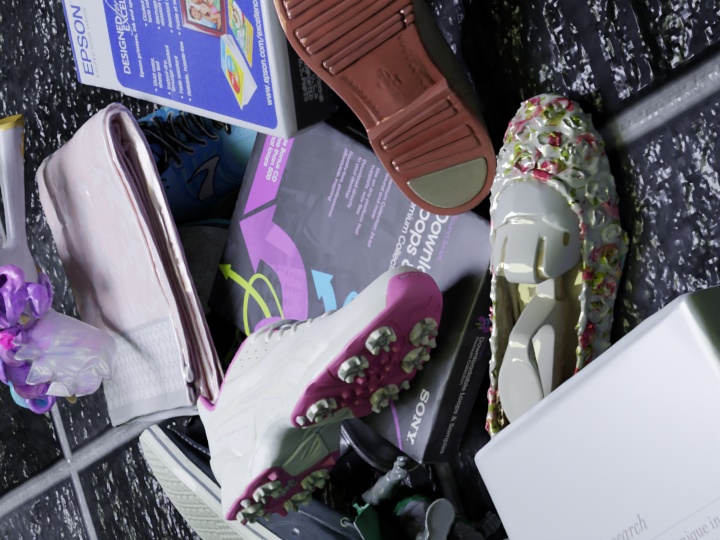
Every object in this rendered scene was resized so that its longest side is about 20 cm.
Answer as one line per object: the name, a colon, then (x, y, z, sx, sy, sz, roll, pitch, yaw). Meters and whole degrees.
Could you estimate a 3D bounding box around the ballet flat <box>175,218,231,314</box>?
ballet flat: (-0.135, 0.002, 1.241, 0.199, 0.067, 0.063, -6, 65, 58)

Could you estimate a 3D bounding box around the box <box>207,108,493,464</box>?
box: (0.000, 0.000, 1.049, 0.199, 0.036, 0.144, 32, 113, 38)

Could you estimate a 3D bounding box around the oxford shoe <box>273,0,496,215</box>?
oxford shoe: (0.007, -0.124, 0.963, 0.070, 0.074, 0.201, -24, 102, 13)

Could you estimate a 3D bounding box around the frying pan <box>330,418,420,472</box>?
frying pan: (0.010, 0.094, 1.102, 0.115, 0.031, 0.192, 39, 129, 41)

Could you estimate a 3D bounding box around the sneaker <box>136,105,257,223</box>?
sneaker: (-0.104, -0.077, 1.164, 0.200, 0.089, 0.079, -44, 64, 52)

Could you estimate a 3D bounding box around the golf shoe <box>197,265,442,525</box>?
golf shoe: (-0.031, 0.054, 1.009, 0.200, 0.075, 0.092, -50, 56, 33)

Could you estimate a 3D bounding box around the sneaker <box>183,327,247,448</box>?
sneaker: (-0.070, 0.091, 1.174, 0.072, 0.082, 0.202, 31, 125, 46)

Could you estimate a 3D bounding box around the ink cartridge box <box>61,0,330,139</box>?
ink cartridge box: (-0.106, -0.189, 1.048, 0.199, 0.047, 0.199, 20, 127, 44)

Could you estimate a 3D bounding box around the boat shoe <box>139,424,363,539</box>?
boat shoe: (-0.053, 0.150, 1.119, 0.199, 0.062, 0.075, 31, 152, 25)

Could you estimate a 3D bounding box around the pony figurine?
pony figurine: (-0.232, 0.021, 1.171, 0.193, 0.165, 0.202, -68, -36, -71)

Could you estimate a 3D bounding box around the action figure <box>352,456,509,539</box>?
action figure: (0.038, 0.143, 1.016, 0.055, 0.118, 0.200, -59, 8, -5)

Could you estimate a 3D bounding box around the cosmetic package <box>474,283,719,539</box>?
cosmetic package: (0.185, 0.116, 0.744, 0.166, 0.166, 0.201, -47, 62, 50)

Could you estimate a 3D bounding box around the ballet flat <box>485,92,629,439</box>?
ballet flat: (0.094, 0.014, 0.929, 0.075, 0.064, 0.202, 5, 107, 29)

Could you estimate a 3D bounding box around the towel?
towel: (-0.152, 0.004, 1.172, 0.200, 0.032, 0.193, -19, 89, 66)
